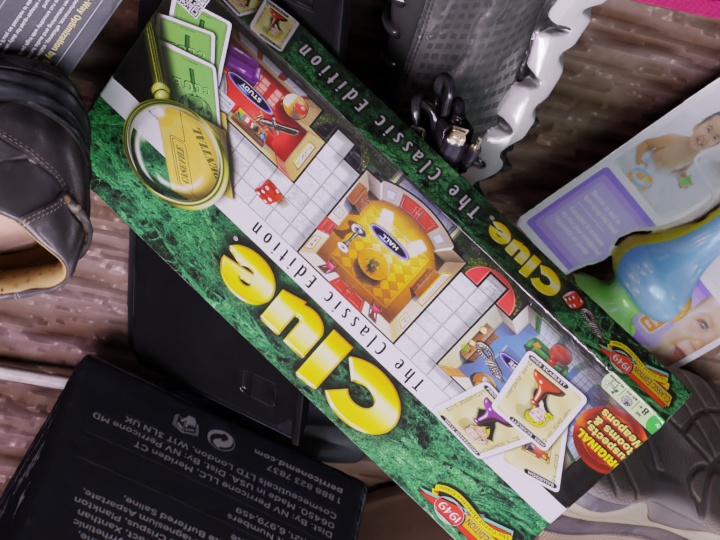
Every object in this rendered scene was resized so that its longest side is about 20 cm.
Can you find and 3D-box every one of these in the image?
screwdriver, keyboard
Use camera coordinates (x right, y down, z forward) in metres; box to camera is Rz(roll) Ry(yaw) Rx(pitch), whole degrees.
[{"bbox_3d":[-0.090,0.045,0.902,0.200,0.029,0.028,8,125,-21],"label":"screwdriver"},{"bbox_3d":[-0.020,-0.025,0.827,0.127,0.021,0.200,25,133,21],"label":"keyboard"}]

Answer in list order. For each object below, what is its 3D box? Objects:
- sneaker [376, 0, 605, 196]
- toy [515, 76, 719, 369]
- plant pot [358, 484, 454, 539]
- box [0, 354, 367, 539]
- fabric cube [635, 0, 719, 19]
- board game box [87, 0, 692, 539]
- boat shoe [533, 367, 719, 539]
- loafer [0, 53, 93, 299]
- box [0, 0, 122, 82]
[{"bbox_3d":[0.032,-0.093,0.804,0.090,0.066,0.200,29,124,-15],"label":"sneaker"},{"bbox_3d":[0.167,-0.031,0.893,0.200,0.047,0.115,-32,134,14],"label":"toy"},{"bbox_3d":[0.043,0.209,0.972,0.200,0.175,0.200,-7,130,-9],"label":"plant pot"},{"bbox_3d":[-0.102,0.173,0.864,0.117,0.200,0.197,26,125,-10],"label":"box"},{"bbox_3d":[0.132,-0.194,0.661,0.196,0.200,0.199,8,127,-21],"label":"fabric cube"},{"bbox_3d":[0.000,0.000,0.801,0.200,0.023,0.105,43,138,3],"label":"board game box"},{"bbox_3d":[0.090,0.077,0.935,0.073,0.075,0.200,-28,150,27],"label":"boat shoe"},{"bbox_3d":[-0.176,-0.022,0.741,0.200,0.072,0.073,-6,130,-8],"label":"loafer"},{"bbox_3d":[-0.149,-0.108,0.755,0.160,0.044,0.200,24,119,-29],"label":"box"}]
